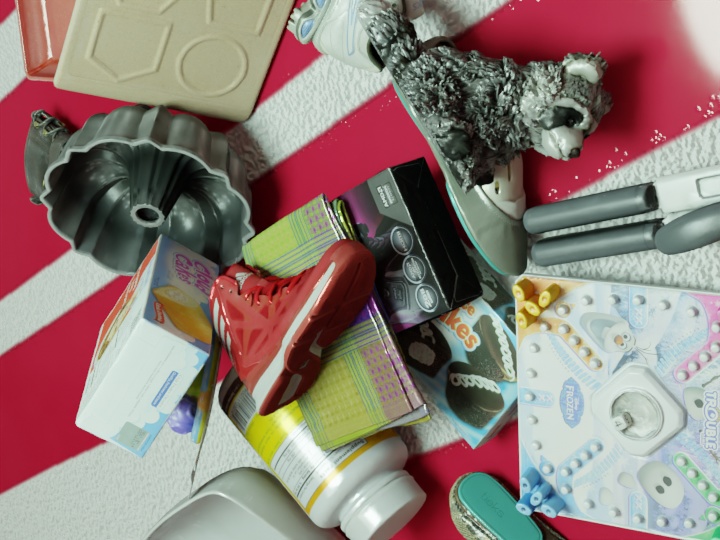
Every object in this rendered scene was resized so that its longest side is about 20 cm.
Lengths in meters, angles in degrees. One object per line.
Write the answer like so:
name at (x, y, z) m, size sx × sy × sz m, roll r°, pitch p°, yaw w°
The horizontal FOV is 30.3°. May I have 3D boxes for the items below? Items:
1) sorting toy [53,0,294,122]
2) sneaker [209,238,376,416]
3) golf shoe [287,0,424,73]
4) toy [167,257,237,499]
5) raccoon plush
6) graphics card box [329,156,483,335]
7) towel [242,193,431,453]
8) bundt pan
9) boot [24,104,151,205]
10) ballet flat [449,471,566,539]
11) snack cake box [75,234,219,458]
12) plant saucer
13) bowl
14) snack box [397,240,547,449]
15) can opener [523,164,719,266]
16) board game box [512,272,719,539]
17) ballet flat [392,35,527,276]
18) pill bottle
sorting toy at (-0.158, -0.223, 1.167) m, size 0.037 × 0.184 × 0.201 m, roll -106°, pitch 33°, yaw -42°
sneaker at (-0.070, 0.021, 1.073) m, size 0.116 × 0.078 × 0.200 m, roll 48°, pitch 131°, yaw 19°
golf shoe at (0.021, -0.249, 1.066) m, size 0.097 × 0.078 × 0.200 m, roll 35°, pitch 133°, yaw 8°
toy at (-0.153, 0.097, 1.243) m, size 0.047 × 0.201 × 0.115 m, roll 14°, pitch 148°, yaw -3°
raccoon plush at (0.094, -0.156, 0.979) m, size 0.134 × 0.097 × 0.201 m, roll -32°, pitch 80°, yaw 5°
graphics card box at (0.000, 0.000, 1.119) m, size 0.199 × 0.051 × 0.126 m, roll -25°, pitch 86°, yaw 44°
towel at (-0.025, 0.049, 1.110) m, size 0.143 × 0.023 × 0.201 m, roll -28°, pitch 84°, yaw 46°
bundt pan at (-0.192, -0.078, 1.249) m, size 0.200 × 0.076 × 0.203 m, roll 5°, pitch 141°, yaw 4°
boot at (-0.291, -0.118, 1.387) m, size 0.174 × 0.069 × 0.201 m, roll 39°, pitch 127°, yaw 28°
ballet flat at (0.150, 0.252, 1.120) m, size 0.200 × 0.068 × 0.076 m, roll 41°, pitch 150°, yaw 32°
snack cake box at (-0.185, 0.061, 1.175) m, size 0.067 × 0.200 × 0.115 m, roll 29°, pitch 108°, yaw -15°
plant saucer at (-0.278, -0.291, 1.338) m, size 0.199 × 0.037 × 0.201 m, roll 10°, pitch 110°, yaw 41°
bowl at (-0.099, 0.280, 1.308) m, size 0.200 × 0.075 × 0.200 m, roll 42°, pitch 134°, yaw -8°
snack box at (0.069, 0.038, 1.129) m, size 0.200 × 0.037 × 0.116 m, roll 49°, pitch 131°, yaw 19°
can opener at (0.196, -0.035, 0.966) m, size 0.199 × 0.067 × 0.054 m, roll -11°, pitch 96°, yaw 43°
board game box at (0.208, 0.109, 1.007) m, size 0.199 × 0.026 × 0.201 m, roll 6°, pitch 108°, yaw 29°
ballet flat at (0.091, -0.093, 1.046) m, size 0.064 × 0.067 × 0.201 m, roll -33°, pitch 81°, yaw 37°
pill bottle at (-0.033, 0.156, 1.213) m, size 0.200 × 0.109 × 0.110 m, roll 48°, pitch 130°, yaw 20°
